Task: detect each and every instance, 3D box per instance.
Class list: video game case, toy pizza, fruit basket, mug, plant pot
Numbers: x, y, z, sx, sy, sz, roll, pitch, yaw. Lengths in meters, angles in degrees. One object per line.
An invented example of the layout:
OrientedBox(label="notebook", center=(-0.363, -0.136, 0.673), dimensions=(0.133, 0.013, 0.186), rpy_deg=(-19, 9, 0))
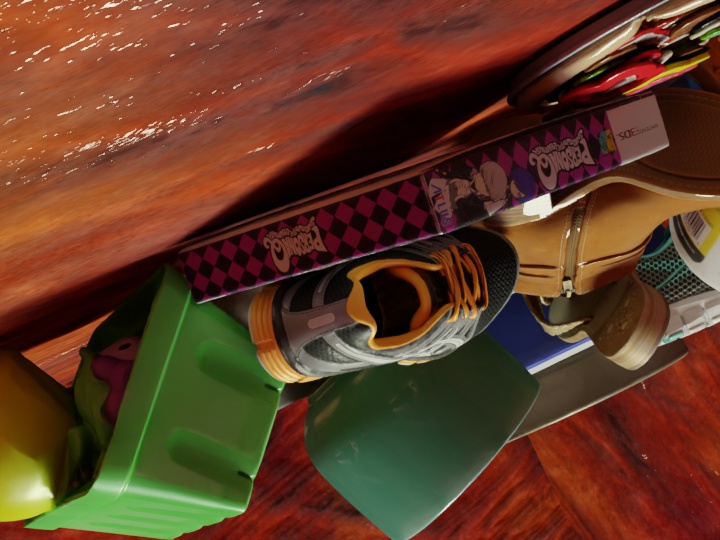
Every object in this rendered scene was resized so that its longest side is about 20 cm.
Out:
OrientedBox(label="video game case", center=(0.031, -0.038, 0.909), dimensions=(0.181, 0.036, 0.200), rpy_deg=(-22, -176, -42))
OrientedBox(label="toy pizza", center=(0.170, -0.124, 0.901), dimensions=(0.200, 0.032, 0.200), rpy_deg=(-25, 176, -2))
OrientedBox(label="fruit basket", center=(-0.167, 0.081, 0.986), dimensions=(0.215, 0.156, 0.216), rpy_deg=(15, 160, 6))
OrientedBox(label="mug", center=(0.026, 0.101, 1.218), dimensions=(0.152, 0.114, 0.185), rpy_deg=(-49, -177, -36))
OrientedBox(label="plant pot", center=(0.145, 0.033, 1.433), dimensions=(0.199, 0.174, 0.200), rpy_deg=(-25, 177, -1))

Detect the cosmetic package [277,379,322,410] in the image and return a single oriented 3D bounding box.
OrientedBox(label="cosmetic package", center=(-0.064, 0.052, 1.291), dimensions=(0.107, 0.091, 0.200), rpy_deg=(-13, -173, 32))

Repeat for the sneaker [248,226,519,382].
OrientedBox(label="sneaker", center=(0.031, 0.016, 0.980), dimensions=(0.200, 0.079, 0.077), rpy_deg=(-21, -179, -44))

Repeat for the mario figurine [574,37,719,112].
OrientedBox(label="mario figurine", center=(0.179, -0.104, 1.115), dimensions=(0.123, 0.106, 0.200), rpy_deg=(22, 145, -19))

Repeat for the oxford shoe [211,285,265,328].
OrientedBox(label="oxford shoe", center=(-0.048, 0.024, 1.118), dimensions=(0.070, 0.075, 0.200), rpy_deg=(15, 180, 11))

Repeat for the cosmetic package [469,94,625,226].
OrientedBox(label="cosmetic package", center=(0.133, -0.045, 1.255), dimensions=(0.199, 0.074, 0.102), rpy_deg=(-26, 162, -1))

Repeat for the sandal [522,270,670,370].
OrientedBox(label="sandal", center=(0.146, 0.010, 1.194), dimensions=(0.078, 0.069, 0.212), rpy_deg=(-59, -167, 4))

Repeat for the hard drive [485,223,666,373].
OrientedBox(label="hard drive", center=(0.142, 0.003, 1.340), dimensions=(0.199, 0.132, 0.025), rpy_deg=(-25, 155, -9))

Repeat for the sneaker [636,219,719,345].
OrientedBox(label="sneaker", center=(0.264, -0.010, 1.281), dimensions=(0.199, 0.092, 0.078), rpy_deg=(-20, 174, -4))

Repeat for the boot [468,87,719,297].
OrientedBox(label="boot", center=(0.167, -0.038, 1.070), dimensions=(0.199, 0.074, 0.155), rpy_deg=(2, 150, 14))

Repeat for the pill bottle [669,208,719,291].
OrientedBox(label="pill bottle", center=(0.294, -0.077, 1.161), dimensions=(0.114, 0.114, 0.200), rpy_deg=(-23, 155, -29))
